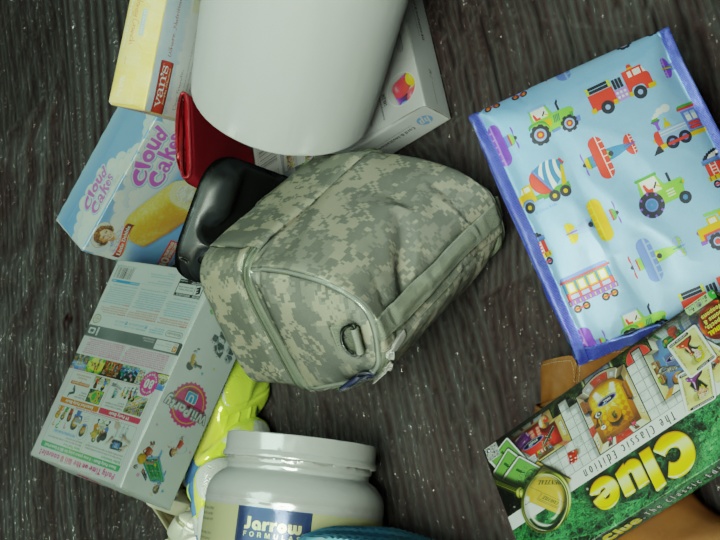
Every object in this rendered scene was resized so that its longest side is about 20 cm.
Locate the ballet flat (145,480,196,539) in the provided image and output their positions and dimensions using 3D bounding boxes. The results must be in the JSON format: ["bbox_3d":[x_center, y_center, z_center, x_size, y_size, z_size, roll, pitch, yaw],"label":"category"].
[{"bbox_3d":[-0.162,0.225,1.144,0.200,0.069,0.070,45,108,40],"label":"ballet flat"}]

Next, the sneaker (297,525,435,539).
[{"bbox_3d":[0.046,0.235,0.891,0.200,0.077,0.081,15,90,7],"label":"sneaker"}]

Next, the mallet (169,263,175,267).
[{"bbox_3d":[-0.192,0.082,1.199,0.066,0.041,0.200,-23,47,38],"label":"mallet"}]

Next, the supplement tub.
[{"bbox_3d":[-0.058,0.234,0.991,0.145,0.145,0.200,-3,76,42],"label":"supplement tub"}]

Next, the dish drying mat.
[{"bbox_3d":[-0.122,-0.092,1.112,0.018,0.200,0.077,-6,78,14],"label":"dish drying mat"}]

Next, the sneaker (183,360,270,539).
[{"bbox_3d":[-0.130,0.176,1.127,0.105,0.076,0.200,-31,42,44],"label":"sneaker"}]

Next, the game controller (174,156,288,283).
[{"bbox_3d":[-0.079,-0.030,1.052,0.042,0.200,0.104,12,88,31],"label":"game controller"}]

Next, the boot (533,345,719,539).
[{"bbox_3d":[0.196,0.130,0.850,0.200,0.077,0.155,-10,67,48],"label":"boot"}]

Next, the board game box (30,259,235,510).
[{"bbox_3d":[-0.195,0.097,1.122,0.147,0.064,0.200,8,69,45],"label":"board game box"}]

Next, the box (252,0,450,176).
[{"bbox_3d":[-0.020,-0.162,1.143,0.200,0.041,0.156,-30,58,34],"label":"box"}]

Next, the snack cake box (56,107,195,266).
[{"bbox_3d":[-0.198,-0.104,1.239,0.067,0.115,0.200,43,108,41],"label":"snack cake box"}]

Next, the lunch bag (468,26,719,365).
[{"bbox_3d":[0.186,-0.041,0.867,0.150,0.094,0.200,-24,69,7],"label":"lunch bag"}]

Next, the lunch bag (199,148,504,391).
[{"bbox_3d":[0.000,0.000,0.967,0.168,0.200,0.139,-1,121,43],"label":"lunch bag"}]

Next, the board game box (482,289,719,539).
[{"bbox_3d":[0.174,0.110,0.812,0.200,0.023,0.105,-40,49,24],"label":"board game box"}]

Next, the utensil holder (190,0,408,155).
[{"bbox_3d":[-0.046,-0.216,0.991,0.170,0.170,0.200,56,142,37],"label":"utensil holder"}]

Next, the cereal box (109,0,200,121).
[{"bbox_3d":[-0.142,-0.199,1.095,0.039,0.200,0.144,13,93,20],"label":"cereal box"}]
